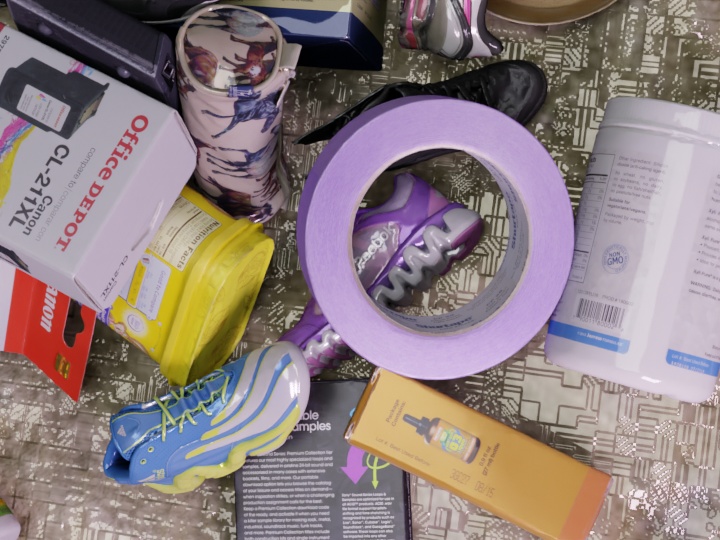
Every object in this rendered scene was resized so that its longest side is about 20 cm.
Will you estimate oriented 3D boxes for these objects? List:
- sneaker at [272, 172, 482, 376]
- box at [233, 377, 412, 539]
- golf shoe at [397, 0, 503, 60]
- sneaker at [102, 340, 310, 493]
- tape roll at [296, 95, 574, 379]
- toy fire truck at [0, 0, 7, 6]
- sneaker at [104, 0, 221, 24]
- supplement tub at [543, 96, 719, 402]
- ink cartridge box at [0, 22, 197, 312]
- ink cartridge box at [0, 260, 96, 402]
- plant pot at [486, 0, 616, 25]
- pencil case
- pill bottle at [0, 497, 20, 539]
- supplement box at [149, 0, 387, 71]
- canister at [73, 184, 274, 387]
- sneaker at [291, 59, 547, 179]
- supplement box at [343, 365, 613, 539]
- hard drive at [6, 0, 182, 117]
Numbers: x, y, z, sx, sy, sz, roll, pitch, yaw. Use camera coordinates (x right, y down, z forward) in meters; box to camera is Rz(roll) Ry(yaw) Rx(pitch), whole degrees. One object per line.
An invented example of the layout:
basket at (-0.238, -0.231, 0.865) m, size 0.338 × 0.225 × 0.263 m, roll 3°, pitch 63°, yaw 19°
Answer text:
sneaker at (0.000, 0.000, 1.109) m, size 0.200 × 0.080 × 0.089 m, roll -42°, pitch 76°, yaw 0°
box at (-0.029, 0.188, 1.122) m, size 0.141 × 0.036 × 0.203 m, roll -2°, pitch 88°, yaw 10°
golf shoe at (0.089, -0.264, 1.081) m, size 0.091 × 0.073 × 0.203 m, roll 12°, pitch 99°, yaw 5°
sneaker at (-0.126, 0.120, 1.072) m, size 0.200 × 0.104 × 0.076 m, roll -42°, pitch 62°, yaw 35°
tape roll at (0.053, -0.026, 1.026) m, size 0.197 × 0.066 × 0.203 m, roll -1°, pitch 99°, yaw -7°
toy fire truck at (-0.266, -0.252, 1.124) m, size 0.197 × 0.141 × 0.049 m, roll 5°, pitch 88°, yaw 21°
sneaker at (-0.110, -0.230, 0.983) m, size 0.197 × 0.112 × 0.074 m, roll -11°, pitch 85°, yaw 11°
supplement tub at (0.219, -0.014, 1.036) m, size 0.130 × 0.132 × 0.203 m, roll 15°, pitch 90°, yaw 11°
ink cartridge box at (-0.241, -0.084, 1.025) m, size 0.198 × 0.083 × 0.147 m, roll 26°, pitch 75°, yaw 13°
ink cartridge box at (-0.299, 0.004, 1.123) m, size 0.199 × 0.047 × 0.161 m, roll 37°, pitch 131°, yaw 19°
plant pot at (0.149, -0.293, 1.117) m, size 0.197 × 0.027 × 0.203 m, roll -1°, pitch 86°, yaw 10°
pencil case at (-0.091, -0.112, 1.072) m, size 0.088 × 0.201 × 0.078 m, roll 21°, pitch 63°, yaw 9°
pill bottle at (-0.381, 0.169, 1.152) m, size 0.111 × 0.111 × 0.201 m, roll -41°, pitch 81°, yaw 6°
supplement box at (-0.079, -0.275, 1.104) m, size 0.197 × 0.134 × 0.203 m, roll 6°, pitch 88°, yaw 11°
canister at (-0.181, -0.019, 1.115) m, size 0.199 × 0.086 × 0.149 m, roll 35°, pitch 130°, yaw 13°
sneaker at (0.050, -0.117, 1.087) m, size 0.198 × 0.104 × 0.061 m, roll -21°, pitch 83°, yaw 9°
supplement box at (0.087, 0.142, 1.066) m, size 0.198 × 0.069 × 0.067 m, roll 27°, pitch 86°, yaw -2°
hard drive at (-0.193, -0.160, 1.069) m, size 0.134 × 0.200 × 0.043 m, roll 28°, pitch 81°, yaw 1°
